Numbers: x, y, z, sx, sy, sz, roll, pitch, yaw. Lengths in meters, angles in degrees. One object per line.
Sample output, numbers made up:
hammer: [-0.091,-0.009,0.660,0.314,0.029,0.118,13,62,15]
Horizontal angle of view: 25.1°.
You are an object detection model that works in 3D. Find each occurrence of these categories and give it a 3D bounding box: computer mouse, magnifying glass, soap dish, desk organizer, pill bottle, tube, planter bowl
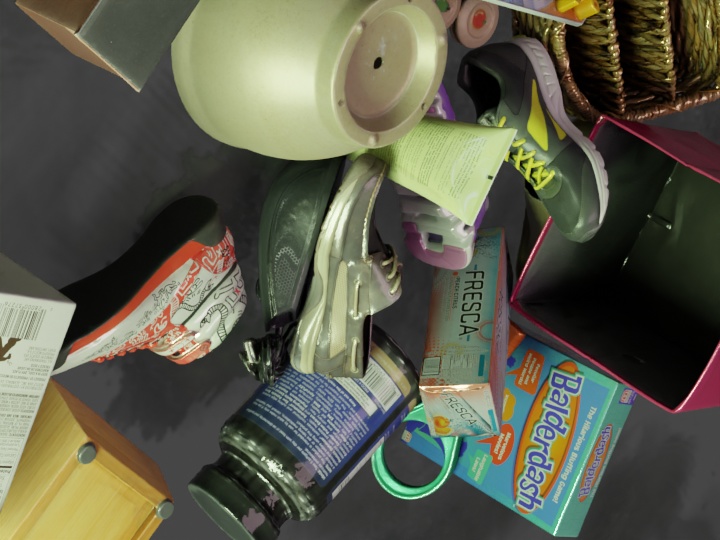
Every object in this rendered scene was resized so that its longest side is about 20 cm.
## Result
computer mouse: [-0.062,-0.011,1.278,0.139,0.052,0.201,51,56,-86]
magnifying glass: [0.083,0.128,1.501,0.200,0.080,0.022,-52,165,12]
soap dish: [-0.240,0.201,1.204,0.201,0.081,0.157,-54,141,-12]
desk organizer: [-0.135,-0.230,1.074,0.201,0.077,0.072,-57,141,-6]
pill bottle: [-0.048,0.137,1.360,0.200,0.112,0.112,-46,139,-20]
tube: [0.046,-0.090,1.242,0.052,0.200,0.058,-21,114,-25]
planter bowl: [-0.022,-0.167,1.194,0.200,0.134,0.202,-25,128,-37]

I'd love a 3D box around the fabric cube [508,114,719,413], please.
fabric cube: [0.293,-0.005,1.460,0.199,0.200,0.197,2,117,-55]

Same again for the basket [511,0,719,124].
basket: [0.229,-0.225,1.432,0.143,0.149,0.201,-38,136,-28]

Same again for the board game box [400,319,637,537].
board game box: [0.145,0.134,1.504,0.045,0.199,0.153,12,101,-51]

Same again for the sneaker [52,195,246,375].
sneaker: [-0.165,0.043,1.208,0.201,0.067,0.108,-42,135,-27]

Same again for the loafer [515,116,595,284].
loafer: [0.185,-0.061,1.540,0.067,0.076,0.201,0,116,-35]

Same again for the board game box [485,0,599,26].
board game box: [0.105,-0.302,1.243,0.199,0.026,0.202,5,73,-45]

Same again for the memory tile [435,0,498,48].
memory tile: [0.092,-0.291,1.333,0.153,0.017,0.201,14,100,-46]

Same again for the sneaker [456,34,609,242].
sneaker: [0.142,-0.109,1.389,0.084,0.201,0.075,-9,155,-32]

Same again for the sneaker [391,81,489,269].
sneaker: [0.066,-0.101,1.384,0.089,0.080,0.201,-51,139,-35]

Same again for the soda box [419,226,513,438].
soda box: [0.096,0.052,1.427,0.201,0.063,0.069,-79,161,-45]

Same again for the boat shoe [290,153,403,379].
boat shoe: [0.000,0.000,1.274,0.075,0.073,0.201,-69,176,-56]

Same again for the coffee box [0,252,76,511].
coffee box: [-0.280,0.088,1.070,0.080,0.113,0.201,11,104,-50]
